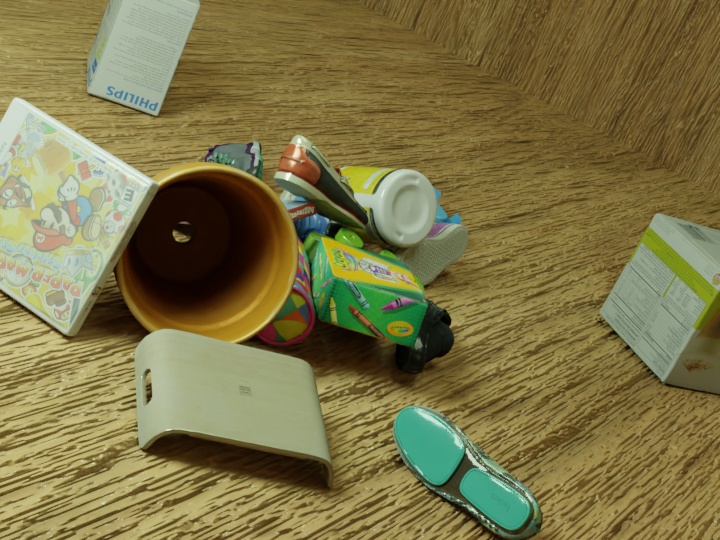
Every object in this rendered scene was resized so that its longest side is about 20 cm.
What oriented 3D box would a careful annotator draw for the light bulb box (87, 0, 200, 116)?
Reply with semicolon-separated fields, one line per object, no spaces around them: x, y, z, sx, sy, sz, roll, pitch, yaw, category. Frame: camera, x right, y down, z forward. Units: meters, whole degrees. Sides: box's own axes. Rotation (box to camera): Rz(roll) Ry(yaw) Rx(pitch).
-0.365;-0.393;2.108;0.124;0.201;0.198;18;21;-19;light bulb box

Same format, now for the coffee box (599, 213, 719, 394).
0.537;0.059;1.984;0.199;0.198;0.200;13;24;-30;coffee box

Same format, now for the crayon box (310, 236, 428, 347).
0.005;0.023;1.545;0.118;0.059;0.200;17;12;-10;crayon box

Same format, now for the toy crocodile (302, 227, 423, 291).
0.000;0.000;1.689;0.200;0.068;0.062;26;25;-37;toy crocodile

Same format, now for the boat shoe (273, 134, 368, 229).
-0.043;-0.109;1.658;0.071;0.063;0.200;11;-14;34;boat shoe

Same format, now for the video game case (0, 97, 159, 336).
-0.333;-0.059;1.334;0.200;0.183;0.023;31;3;19;video game case

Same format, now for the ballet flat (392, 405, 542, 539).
0.113;0.216;1.328;0.074;0.074;0.200;1;32;-47;ballet flat

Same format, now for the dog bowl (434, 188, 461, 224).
0.092;-0.104;2.113;0.111;0.050;0.200;14;23;-26;dog bowl

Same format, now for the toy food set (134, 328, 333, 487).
-0.125;0.141;1.260;0.199;0.061;0.144;14;34;-21;toy food set

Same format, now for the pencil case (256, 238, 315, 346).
-0.101;0.015;1.547;0.088;0.089;0.200;18;20;-16;pencil case

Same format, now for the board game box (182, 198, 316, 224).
-0.165;-0.077;1.652;0.199;0.020;0.103;7;18;41;board game box

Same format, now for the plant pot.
-0.189;-0.028;1.435;0.199;0.201;0.183;16;5;-21;plant pot

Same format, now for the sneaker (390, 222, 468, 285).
0.068;-0.029;1.897;0.114;0.073;0.200;12;18;29;sneaker

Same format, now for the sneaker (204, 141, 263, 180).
-0.192;-0.148;1.906;0.087;0.075;0.200;3;15;-7;sneaker

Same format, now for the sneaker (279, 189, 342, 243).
-0.076;-0.043;1.729;0.111;0.077;0.200;34;29;-9;sneaker

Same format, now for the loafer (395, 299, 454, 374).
0.085;0.083;1.606;0.070;0.068;0.201;16;16;2;loafer

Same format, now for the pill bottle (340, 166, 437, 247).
0.009;-0.096;1.843;0.111;0.112;0.200;7;2;-39;pill bottle
